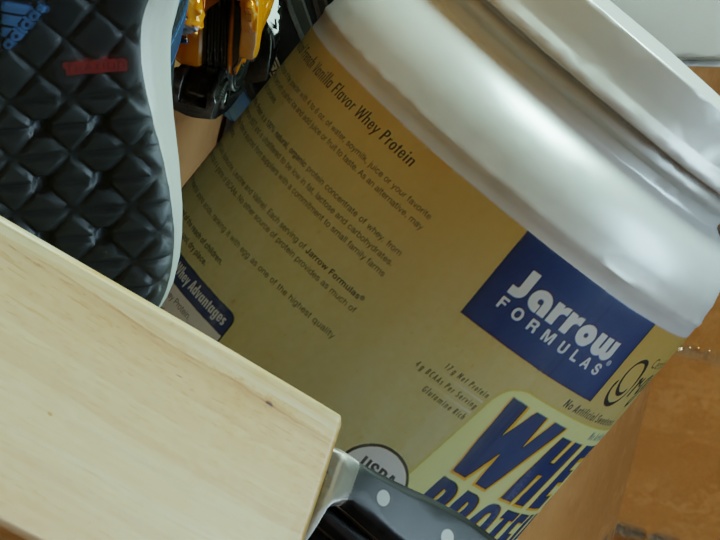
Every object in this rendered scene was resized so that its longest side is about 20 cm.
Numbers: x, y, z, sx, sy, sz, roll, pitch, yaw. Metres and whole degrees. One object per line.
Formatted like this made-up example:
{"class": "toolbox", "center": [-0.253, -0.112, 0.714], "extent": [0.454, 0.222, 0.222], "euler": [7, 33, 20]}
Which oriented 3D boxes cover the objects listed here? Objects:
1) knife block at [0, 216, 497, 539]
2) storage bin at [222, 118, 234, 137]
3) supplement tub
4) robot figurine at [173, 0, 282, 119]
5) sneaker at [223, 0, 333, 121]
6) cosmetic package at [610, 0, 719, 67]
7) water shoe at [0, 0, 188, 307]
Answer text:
{"class": "knife block", "center": [-0.047, 0.050, 0.695], "extent": [0.200, 0.175, 0.064], "euler": [79, 28, -66]}
{"class": "storage bin", "center": [0.000, 0.000, 1.094], "extent": [0.135, 0.093, 0.201], "euler": [-28, 131, -76]}
{"class": "supplement tub", "center": [0.016, 0.004, 0.879], "extent": [0.200, 0.144, 0.144], "euler": [-50, 172, 9]}
{"class": "robot figurine", "center": [-0.030, -0.141, 0.840], "extent": [0.145, 0.058, 0.201], "euler": [90, 17, -52]}
{"class": "sneaker", "center": [0.008, -0.138, 0.971], "extent": [0.071, 0.082, 0.201], "euler": [-7, 111, -79]}
{"class": "cosmetic package", "center": [0.064, -0.153, 1.009], "extent": [0.200, 0.071, 0.106], "euler": [-128, -139, -59]}
{"class": "water shoe", "center": [-0.075, -0.081, 0.724], "extent": [0.079, 0.071, 0.201], "euler": [-114, -151, -61]}
